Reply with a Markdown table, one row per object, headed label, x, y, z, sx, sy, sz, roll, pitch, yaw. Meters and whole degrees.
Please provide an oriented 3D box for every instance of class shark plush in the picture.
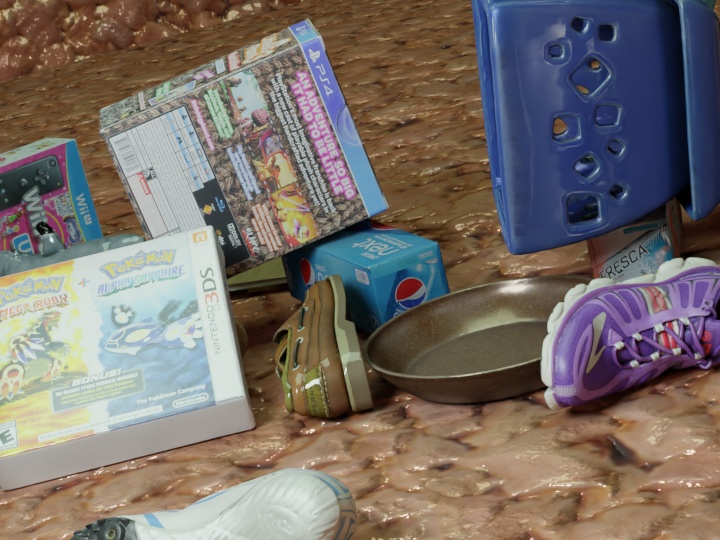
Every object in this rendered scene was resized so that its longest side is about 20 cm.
| label | x | y | z | sx | sy | sz | roll | pitch | yaw |
| --- | --- | --- | --- | --- | --- | --- | --- | --- | --- |
| shark plush | -0.292 | -0.010 | 1.760 | 0.199 | 0.084 | 0.091 | 15 | 26 | 28 |

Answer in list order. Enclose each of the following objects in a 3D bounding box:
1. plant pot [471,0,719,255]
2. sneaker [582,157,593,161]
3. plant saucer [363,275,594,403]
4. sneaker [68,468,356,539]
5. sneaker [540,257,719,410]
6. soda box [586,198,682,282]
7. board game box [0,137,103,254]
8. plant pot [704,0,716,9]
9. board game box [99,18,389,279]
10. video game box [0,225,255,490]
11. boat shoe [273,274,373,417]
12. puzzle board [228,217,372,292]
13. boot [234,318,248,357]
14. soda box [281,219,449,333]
| label | x | y | z | sx | sy | sz | roll | pitch | yaw |
| --- | --- | --- | --- | --- | --- | --- | --- | --- | --- |
| plant pot | 0.187 | -0.137 | 1.449 | 0.178 | 0.202 | 0.200 | -6 | 17 | 1 |
| sneaker | 0.228 | -0.104 | 1.726 | 0.198 | 0.081 | 0.115 | -22 | 20 | -20 |
| plant saucer | 0.102 | 0.055 | 1.379 | 0.199 | 0.037 | 0.201 | -13 | 17 | 4 |
| sneaker | -0.095 | 0.173 | 1.118 | 0.198 | 0.072 | 0.072 | -16 | -19 | 13 |
| sneaker | 0.206 | 0.041 | 1.274 | 0.199 | 0.081 | 0.083 | -23 | 25 | -31 |
| soda box | 0.231 | -0.038 | 1.537 | 0.068 | 0.064 | 0.200 | -9 | 17 | 13 |
| board game box | -0.363 | -0.034 | 1.845 | 0.199 | 0.149 | 0.064 | -25 | 18 | -34 |
| plant pot | 0.351 | -0.368 | 2.337 | 0.199 | 0.202 | 0.188 | -18 | 32 | -16 |
| board game box | -0.100 | -0.095 | 1.552 | 0.199 | 0.161 | 0.097 | -23 | 18 | -1 |
| video game box | -0.192 | 0.063 | 1.420 | 0.198 | 0.047 | 0.183 | -14 | 46 | -2 |
| boat shoe | -0.037 | 0.055 | 1.423 | 0.067 | 0.073 | 0.200 | -13 | 16 | -2 |
| puzzle board | -0.074 | -0.017 | 1.795 | 0.149 | 0.018 | 0.200 | -8 | 18 | 15 |
| boot | -0.171 | 0.049 | 1.555 | 0.199 | 0.071 | 0.144 | -13 | 17 | 19 |
| soda box | 0.000 | 0.000 | 1.566 | 0.067 | 0.065 | 0.200 | -20 | 18 | -21 |
